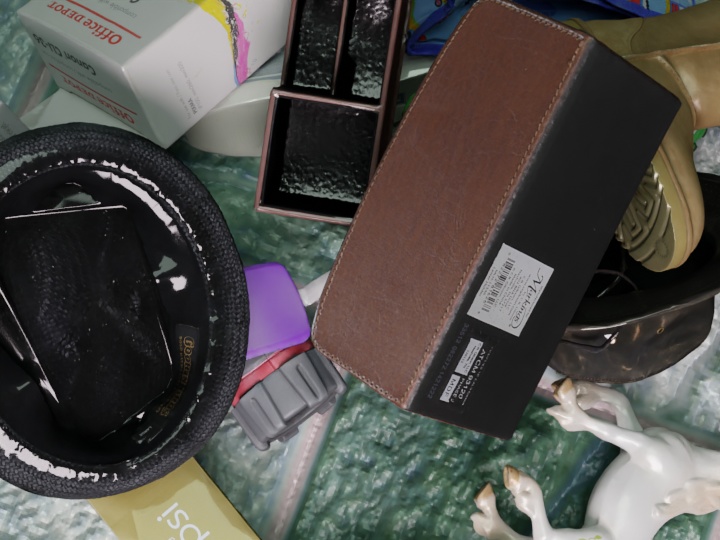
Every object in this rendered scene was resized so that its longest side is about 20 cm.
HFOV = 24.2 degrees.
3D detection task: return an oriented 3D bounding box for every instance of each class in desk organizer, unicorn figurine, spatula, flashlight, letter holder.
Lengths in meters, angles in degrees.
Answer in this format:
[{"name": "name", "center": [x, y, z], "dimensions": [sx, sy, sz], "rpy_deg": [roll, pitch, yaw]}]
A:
[{"name": "desk organizer", "center": [-0.011, -0.129, 0.950], "dimensions": [0.071, 0.077, 0.202], "rpy_deg": [9, 98, 3]}, {"name": "unicorn figurine", "center": [0.157, 0.124, 0.972], "dimensions": [0.137, 0.074, 0.201], "rpy_deg": [36, 93, 2]}, {"name": "spatula", "center": [0.000, 0.000, 0.976], "dimensions": [0.198, 0.021, 0.057], "rpy_deg": [-20, 69, -10]}, {"name": "flashlight", "center": [-0.090, 0.009, 1.001], "dimensions": [0.068, 0.068, 0.201], "rpy_deg": [-41, 80, 32]}, {"name": "letter holder", "center": [0.048, -0.038, 0.881], "dimensions": [0.142, 0.100, 0.202], "rpy_deg": [31, 97, 39]}]

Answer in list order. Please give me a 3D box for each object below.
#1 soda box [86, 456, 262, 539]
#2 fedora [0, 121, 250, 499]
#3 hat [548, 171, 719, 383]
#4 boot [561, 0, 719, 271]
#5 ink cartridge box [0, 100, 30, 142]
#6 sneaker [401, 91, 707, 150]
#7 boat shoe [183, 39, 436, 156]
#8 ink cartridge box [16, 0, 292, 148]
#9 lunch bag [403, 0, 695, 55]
[{"name": "soda box", "center": [-0.074, 0.182, 0.957], "dimensions": [0.064, 0.068, 0.200], "rpy_deg": [-40, 77, -9]}, {"name": "fedora", "center": [-0.157, 0.020, 0.924], "dimensions": [0.198, 0.091, 0.203], "rpy_deg": [-2, 95, -19]}, {"name": "hat", "center": [0.154, 0.017, 0.973], "dimensions": [0.198, 0.201, 0.082], "rpy_deg": [-15, 111, -2]}, {"name": "boot", "center": [0.221, -0.095, 0.951], "dimensions": [0.198, 0.066, 0.176], "rpy_deg": [-11, 61, -18]}, {"name": "ink cartridge box", "center": [-0.252, 0.008, 0.963], "dimensions": [0.083, 0.145, 0.202], "rpy_deg": [21, 76, 22]}, {"name": "sneaker", "center": [0.118, -0.088, 1.003], "dimensions": [0.198, 0.086, 0.078], "rpy_deg": [-16, 44, -4]}, {"name": "boat shoe", "center": [-0.019, -0.126, 1.044], "dimensions": [0.199, 0.070, 0.072], "rpy_deg": [-14, 65, -6]}, {"name": "ink cartridge box", "center": [-0.121, -0.150, 1.008], "dimensions": [0.116, 0.068, 0.200], "rpy_deg": [28, 64, 40]}, {"name": "lunch bag", "center": [0.120, -0.206, 1.035], "dimensions": [0.198, 0.094, 0.152], "rpy_deg": [5, 58, -24]}]
